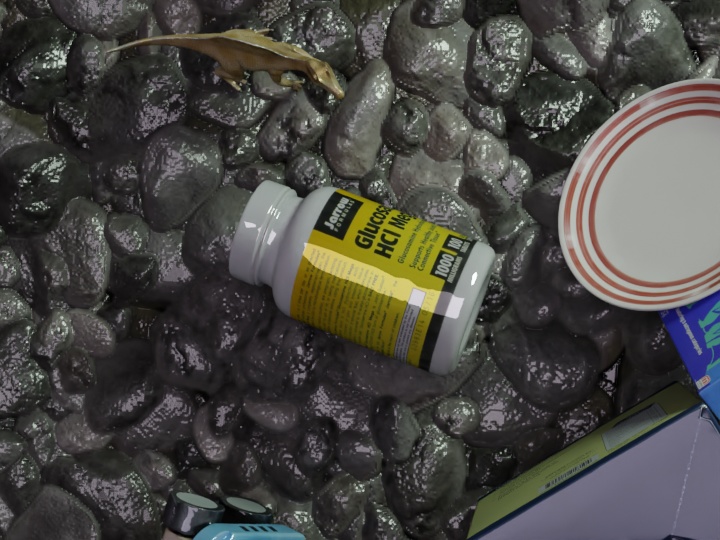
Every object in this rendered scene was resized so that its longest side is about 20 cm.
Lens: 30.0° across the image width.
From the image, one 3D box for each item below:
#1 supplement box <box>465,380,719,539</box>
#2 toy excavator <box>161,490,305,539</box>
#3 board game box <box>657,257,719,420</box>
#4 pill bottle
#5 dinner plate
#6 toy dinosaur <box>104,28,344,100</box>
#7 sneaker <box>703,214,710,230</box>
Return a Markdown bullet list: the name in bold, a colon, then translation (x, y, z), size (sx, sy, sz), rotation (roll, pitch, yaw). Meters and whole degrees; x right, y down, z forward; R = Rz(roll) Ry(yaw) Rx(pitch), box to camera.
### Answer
- **supplement box**: translation (0.198, 0.196, 1.009), size (0.199, 0.200, 0.135), rotation (-31, 86, 7)
- **toy excavator**: translation (-0.052, 0.264, 1.090), size (0.199, 0.194, 0.101), rotation (20, 92, 36)
- **board game box**: translation (0.317, 0.008, 0.967), size (0.199, 0.152, 0.045), rotation (-38, 110, 14)
- **pill bottle**: translation (0.000, 0.000, 1.088), size (0.198, 0.112, 0.113), rotation (21, 92, 8)
- **dinner plate**: translation (0.246, -0.058, 1.051), size (0.199, 0.024, 0.202), rotation (-20, 55, 32)
- **toy dinosaur**: translation (-0.101, -0.182, 1.112), size (0.198, 0.101, 0.059), rotation (12, 91, 8)
- **sneaker**: translation (0.344, -0.088, 1.055), size (0.073, 0.077, 0.201), rotation (38, 94, 7)
